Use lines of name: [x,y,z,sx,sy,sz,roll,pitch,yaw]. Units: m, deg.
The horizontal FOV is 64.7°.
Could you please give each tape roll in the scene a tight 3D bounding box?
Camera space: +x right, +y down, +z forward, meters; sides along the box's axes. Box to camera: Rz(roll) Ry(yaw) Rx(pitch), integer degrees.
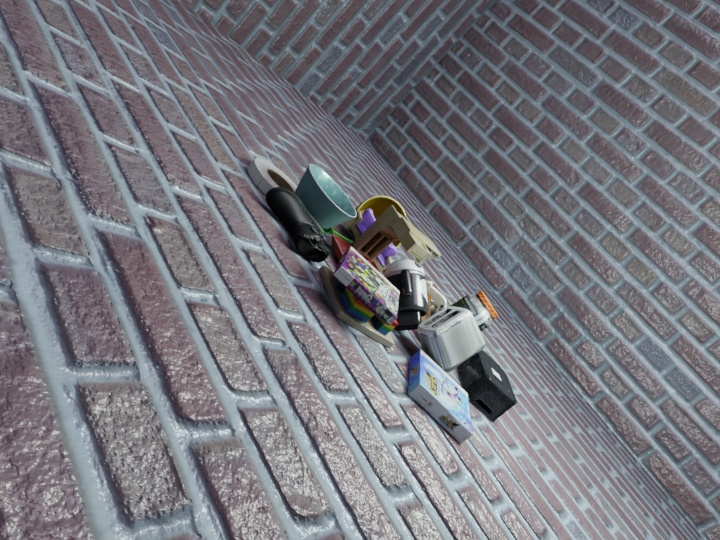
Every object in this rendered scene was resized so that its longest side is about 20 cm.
tape roll: [-0.247,-0.252,1.687,0.203,0.037,0.203,41,17,-16]

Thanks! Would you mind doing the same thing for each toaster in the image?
toaster: [0.239,0.186,1.558,0.114,0.200,0.129,10,-55,62]

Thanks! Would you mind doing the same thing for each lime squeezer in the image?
lime squeezer: [-0.115,-0.138,1.738,0.200,0.038,0.071,37,-2,11]

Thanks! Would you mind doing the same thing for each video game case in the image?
video game case: [0.198,0.308,1.420,0.181,0.045,0.200,43,16,-7]
video game case: [0.020,0.033,1.403,0.181,0.036,0.200,43,16,-6]

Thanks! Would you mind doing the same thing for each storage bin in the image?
storage bin: [0.378,0.339,1.716,0.135,0.094,0.200,42,15,-12]

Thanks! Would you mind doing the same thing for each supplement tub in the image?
supplement tub: [0.329,0.158,1.814,0.123,0.200,0.123,53,11,-15]

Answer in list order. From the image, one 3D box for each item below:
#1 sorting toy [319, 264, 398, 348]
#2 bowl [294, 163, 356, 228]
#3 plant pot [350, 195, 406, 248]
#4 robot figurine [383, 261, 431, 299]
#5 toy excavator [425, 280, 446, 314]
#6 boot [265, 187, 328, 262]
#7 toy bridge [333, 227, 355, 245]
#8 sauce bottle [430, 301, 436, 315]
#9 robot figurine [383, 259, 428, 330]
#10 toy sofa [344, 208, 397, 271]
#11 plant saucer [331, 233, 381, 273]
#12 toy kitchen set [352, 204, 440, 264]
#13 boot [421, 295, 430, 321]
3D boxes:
sorting toy: [0.006,0.075,1.461,0.200,0.070,0.199,34,19,-36]
bowl: [-0.115,-0.199,1.643,0.201,0.105,0.201,46,16,-17]
plant pot: [0.044,-0.161,1.981,0.200,0.200,0.142,39,-6,-21]
robot figurine: [0.164,0.030,1.935,0.145,0.058,0.200,14,21,-30]
toy excavator: [0.247,0.148,1.701,0.194,0.201,0.100,17,8,17]
boot: [-0.165,-0.122,1.496,0.200,0.076,0.168,45,11,-26]
toy bridge: [-0.094,-0.148,1.837,0.200,0.027,0.067,45,16,-8]
sauce bottle: [0.237,0.135,1.914,0.200,0.065,0.065,26,25,-52]
robot figurine: [0.130,0.067,1.615,0.125,0.150,0.201,12,64,-33]
toy sofa: [0.039,-0.098,1.852,0.200,0.097,0.083,56,12,-19]
plant saucer: [0.000,0.000,1.695,0.199,0.037,0.200,32,20,-40]
toy kitchen set: [0.119,-0.051,1.731,0.163,0.180,0.200,33,21,-39]
boot: [0.153,0.093,1.785,0.075,0.107,0.200,-50,126,-45]
